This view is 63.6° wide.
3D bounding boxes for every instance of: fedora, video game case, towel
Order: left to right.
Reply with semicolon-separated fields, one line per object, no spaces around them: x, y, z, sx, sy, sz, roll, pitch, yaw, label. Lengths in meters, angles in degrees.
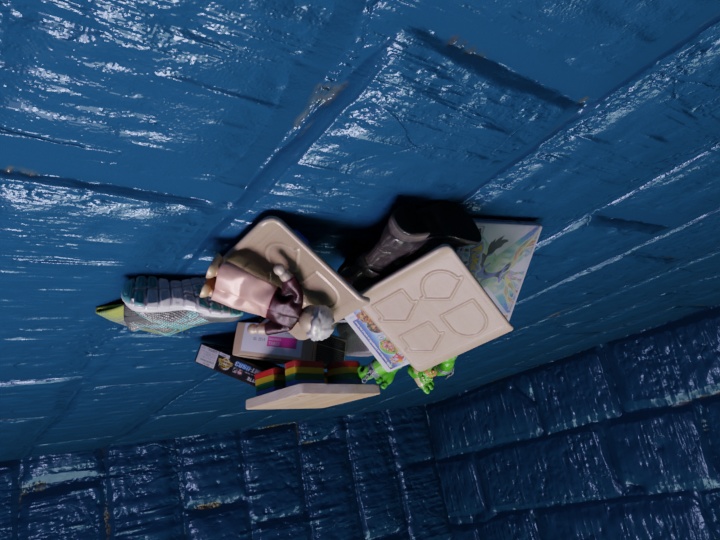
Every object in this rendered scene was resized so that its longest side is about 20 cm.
-0.357;0.077;1.050;0.140;0.023;0.200;-18;159;17;towel
0.019;0.150;1.357;0.195;0.093;0.177;-6;166;-21;fedora
0.088;0.083;0.964;0.197;0.018;0.144;-27;115;25;video game case
0.221;0.008;1.023;0.178;0.022;0.205;-1;116;-30;video game case

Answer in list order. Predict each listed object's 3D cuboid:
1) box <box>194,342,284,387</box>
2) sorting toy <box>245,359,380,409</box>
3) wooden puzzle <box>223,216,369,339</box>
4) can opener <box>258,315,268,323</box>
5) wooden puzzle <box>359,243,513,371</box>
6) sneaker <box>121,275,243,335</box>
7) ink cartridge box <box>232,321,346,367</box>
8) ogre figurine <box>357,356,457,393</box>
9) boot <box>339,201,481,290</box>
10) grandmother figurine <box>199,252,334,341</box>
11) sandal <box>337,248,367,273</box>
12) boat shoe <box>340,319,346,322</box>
-0.243;0.224;1.317;0.194;0.051;0.200;20;174;18;box
-0.097;0.225;1.151;0.195;0.072;0.198;10;155;-40;sorting toy
-0.104;0.012;0.881;0.199;0.047;0.184;39;138;-18;wooden puzzle
-0.141;0.051;1.045;0.077;0.065;0.199;5;155;-38;can opener
0.112;0.058;0.904;0.183;0.047;0.200;-29;119;29;wooden puzzle
-0.290;0.064;0.945;0.195;0.079;0.092;9;132;-28;sneaker
-0.149;0.165;1.254;0.195;0.077;0.164;3;166;23;ink cartridge box
0.102;0.171;1.093;0.195;0.100;0.121;19;141;-11;ogre figurine
0.074;-0.028;0.904;0.196;0.071;0.175;1;146;-33;boot
-0.126;0.043;0.835;0.196;0.061;0.123;25;126;-5;grandmother figurine
-0.001;0.001;1.010;0.074;0.049;0.201;-23;161;3;sandal
-0.058;0.071;1.141;0.196;0.073;0.063;-21;160;27;boat shoe
